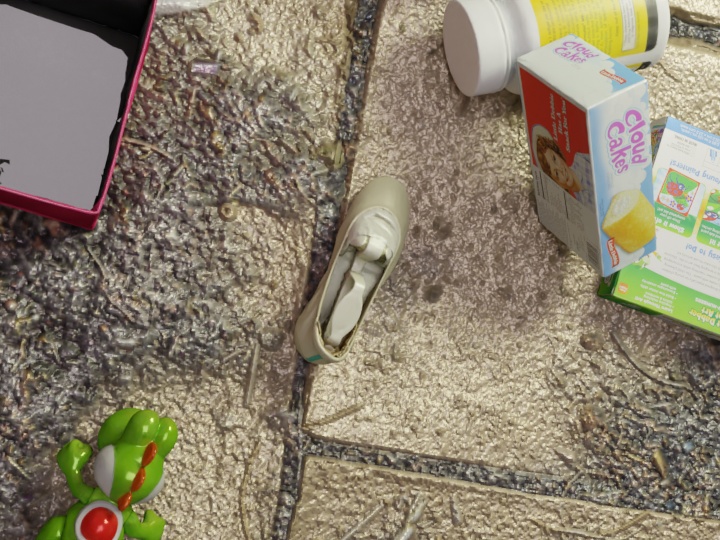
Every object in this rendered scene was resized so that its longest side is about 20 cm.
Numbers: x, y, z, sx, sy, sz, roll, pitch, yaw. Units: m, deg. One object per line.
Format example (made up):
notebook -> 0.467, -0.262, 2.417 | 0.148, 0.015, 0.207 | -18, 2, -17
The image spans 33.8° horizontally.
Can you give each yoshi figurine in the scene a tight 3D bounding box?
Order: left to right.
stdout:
yoshi figurine -> -0.233, 0.207, 1.087 | 0.112, 0.112, 0.200 | 37, 97, 30

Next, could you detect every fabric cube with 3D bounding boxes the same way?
fabric cube -> -0.292, -0.159, 1.014 | 0.196, 0.199, 0.201 | 16, 86, -11

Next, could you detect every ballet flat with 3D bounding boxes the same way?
ballet flat -> 0.000, 0.000, 1.144 | 0.069, 0.069, 0.201 | 25, 83, -11

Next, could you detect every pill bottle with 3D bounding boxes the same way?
pill bottle -> 0.190, -0.237, 1.168 | 0.199, 0.114, 0.115 | -13, 92, -13

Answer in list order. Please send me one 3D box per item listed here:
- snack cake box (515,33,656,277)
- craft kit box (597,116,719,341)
snack cake box -> 0.216, -0.108, 1.124 | 0.067, 0.115, 0.200 | -26, 131, -12
craft kit box -> 0.370, -0.034, 1.242 | 0.199, 0.049, 0.198 | 20, 82, -12
